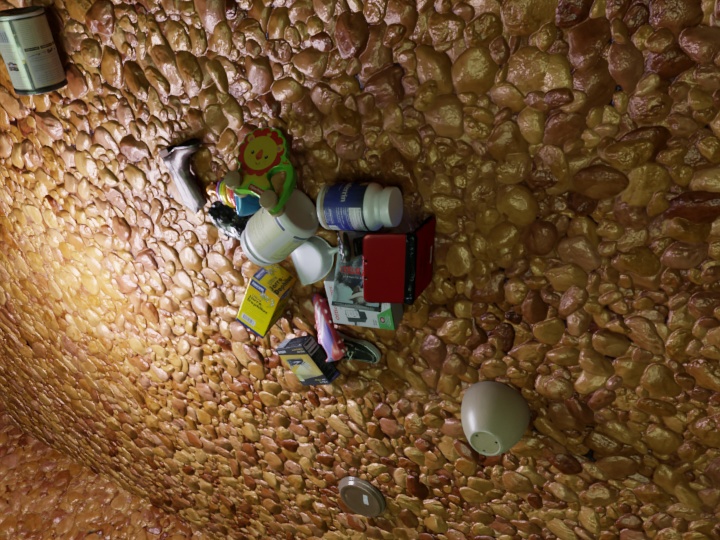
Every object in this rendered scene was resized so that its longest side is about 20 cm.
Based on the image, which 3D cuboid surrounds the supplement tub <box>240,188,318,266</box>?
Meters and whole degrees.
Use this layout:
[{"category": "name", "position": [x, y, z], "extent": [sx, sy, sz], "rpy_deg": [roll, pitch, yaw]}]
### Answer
[{"category": "supplement tub", "position": [-0.221, -0.112, 1.551], "extent": [0.199, 0.146, 0.146], "rpy_deg": [-34, 102, 37]}]

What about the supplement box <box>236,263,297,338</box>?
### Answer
[{"category": "supplement box", "position": [-0.287, 0.088, 1.753], "extent": [0.108, 0.109, 0.202], "rpy_deg": [33, 131, 5]}]

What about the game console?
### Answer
[{"category": "game console", "position": [0.097, -0.027, 1.431], "extent": [0.116, 0.172, 0.204], "rpy_deg": [20, 130, 26]}]

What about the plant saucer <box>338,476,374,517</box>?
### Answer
[{"category": "plant saucer", "position": [0.001, 0.857, 2.167], "extent": [0.195, 0.030, 0.204], "rpy_deg": [14, 126, 20]}]

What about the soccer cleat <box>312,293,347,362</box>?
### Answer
[{"category": "soccer cleat", "position": [-0.106, 0.170, 1.700], "extent": [0.075, 0.067, 0.204], "rpy_deg": [-26, 86, 16]}]

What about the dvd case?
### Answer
[{"category": "dvd case", "position": [0.000, 0.000, 1.516], "extent": [0.142, 0.022, 0.206], "rpy_deg": [6, 87, 26]}]

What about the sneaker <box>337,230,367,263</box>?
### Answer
[{"category": "sneaker", "position": [-0.009, -0.066, 1.412], "extent": [0.077, 0.200, 0.076], "rpy_deg": [-4, 98, 14]}]

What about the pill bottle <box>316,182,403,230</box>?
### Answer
[{"category": "pill bottle", "position": [-0.001, -0.158, 1.425], "extent": [0.195, 0.116, 0.118], "rpy_deg": [4, 123, 26]}]

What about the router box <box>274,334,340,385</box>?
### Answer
[{"category": "router box", "position": [-0.170, 0.287, 1.824], "extent": [0.159, 0.052, 0.198], "rpy_deg": [53, 148, -12]}]

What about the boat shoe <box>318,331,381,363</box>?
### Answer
[{"category": "boat shoe", "position": [-0.035, 0.244, 1.748], "extent": [0.196, 0.064, 0.072], "rpy_deg": [18, 129, 17]}]

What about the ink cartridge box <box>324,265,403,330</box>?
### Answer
[{"category": "ink cartridge box", "position": [0.010, 0.074, 1.596], "extent": [0.195, 0.083, 0.150], "rpy_deg": [4, 122, 27]}]

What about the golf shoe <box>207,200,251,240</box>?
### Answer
[{"category": "golf shoe", "position": [-0.355, -0.124, 1.684], "extent": [0.198, 0.078, 0.095], "rpy_deg": [37, 155, -3]}]

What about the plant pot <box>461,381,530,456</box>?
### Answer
[{"category": "plant pot", "position": [0.364, 0.434, 1.610], "extent": [0.196, 0.135, 0.204], "rpy_deg": [15, 128, 20]}]

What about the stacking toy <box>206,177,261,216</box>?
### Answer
[{"category": "stacking toy", "position": [-0.361, -0.220, 1.603], "extent": [0.196, 0.109, 0.119], "rpy_deg": [7, 112, 38]}]

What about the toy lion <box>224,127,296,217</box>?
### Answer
[{"category": "toy lion", "position": [-0.238, -0.260, 1.450], "extent": [0.197, 0.194, 0.069], "rpy_deg": [29, 174, 24]}]

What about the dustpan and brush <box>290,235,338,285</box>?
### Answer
[{"category": "dustpan and brush", "position": [-0.104, -0.045, 1.606], "extent": [0.197, 0.057, 0.143], "rpy_deg": [-12, 102, 42]}]

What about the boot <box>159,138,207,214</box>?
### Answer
[{"category": "boot", "position": [-0.478, -0.265, 1.650], "extent": [0.183, 0.064, 0.204], "rpy_deg": [1, 119, 44]}]

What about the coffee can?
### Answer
[{"category": "coffee can", "position": [-0.924, -0.613, 1.608], "extent": [0.143, 0.147, 0.204], "rpy_deg": [11, 125, 21]}]
